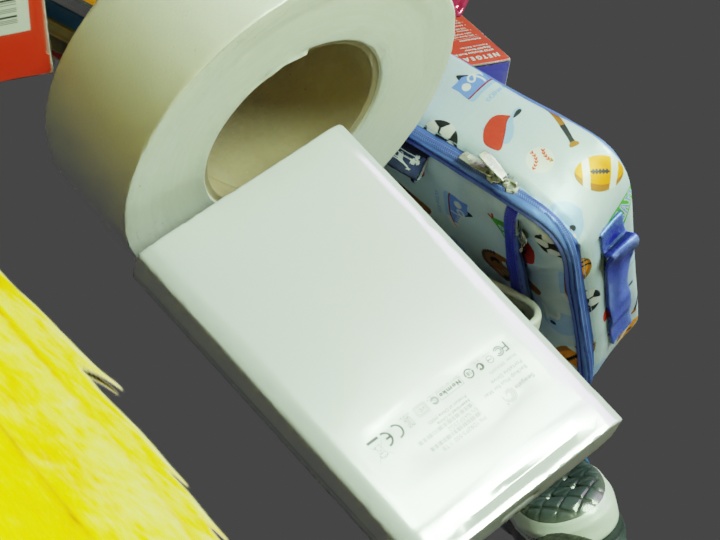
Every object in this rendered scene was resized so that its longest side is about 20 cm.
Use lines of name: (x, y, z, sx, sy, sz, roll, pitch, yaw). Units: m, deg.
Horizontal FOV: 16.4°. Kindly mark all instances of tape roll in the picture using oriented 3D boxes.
tape roll: (-0.051, -0.092, 1.212, 0.071, 0.202, 0.202, 48, 8, 26)

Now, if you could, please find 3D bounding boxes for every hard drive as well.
hard drive: (0.008, 0.036, 1.165, 0.200, 0.132, 0.026, 47, -31, 15)

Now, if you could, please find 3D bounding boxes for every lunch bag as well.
lunch bag: (0.079, -0.024, 1.347, 0.160, 0.076, 0.200, 34, -19, 25)

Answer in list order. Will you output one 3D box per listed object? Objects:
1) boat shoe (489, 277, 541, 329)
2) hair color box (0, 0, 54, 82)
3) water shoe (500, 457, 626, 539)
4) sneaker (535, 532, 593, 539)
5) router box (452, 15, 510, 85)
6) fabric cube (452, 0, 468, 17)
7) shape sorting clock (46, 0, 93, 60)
boat shoe: (0.000, 0.000, 1.309, 0.200, 0.066, 0.072, 29, 37, 3)
hair color box: (-0.204, -0.175, 1.204, 0.200, 0.061, 0.102, -126, -151, -52)
water shoe: (0.103, 0.136, 1.405, 0.200, 0.071, 0.079, -112, -177, -76)
sneaker: (0.138, 0.209, 1.162, 0.200, 0.077, 0.089, 51, -5, 9)
router box: (0.010, -0.089, 1.572, 0.049, 0.200, 0.180, -12, 39, -30)
fabric cube: (-0.028, -0.284, 1.393, 0.199, 0.197, 0.200, 24, -5, 41)
shape sorting clock: (-0.145, -0.118, 1.352, 0.200, 0.039, 0.200, 29, 6, -3)
